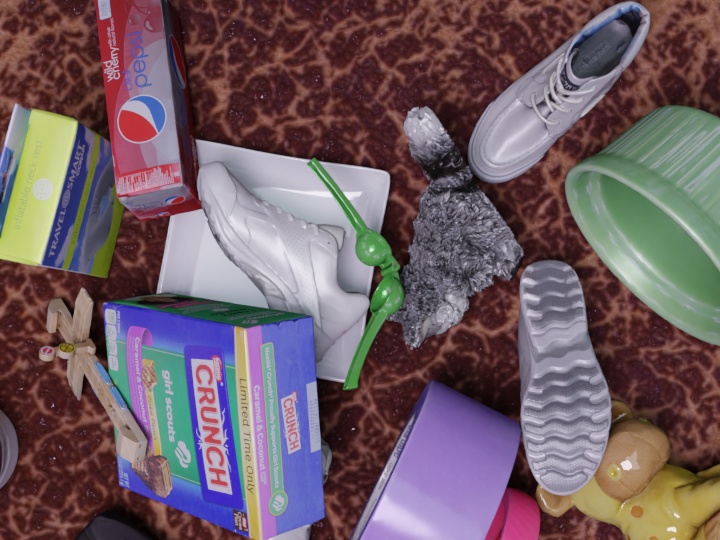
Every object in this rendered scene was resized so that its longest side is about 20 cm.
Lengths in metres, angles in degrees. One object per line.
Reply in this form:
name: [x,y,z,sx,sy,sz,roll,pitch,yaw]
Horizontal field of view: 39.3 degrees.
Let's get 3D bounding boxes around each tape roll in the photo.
tape roll: [0.053,0.198,0.838,0.085,0.200,0.201,26,88,3]

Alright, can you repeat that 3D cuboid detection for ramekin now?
ramekin: [0.277,-0.042,0.848,0.098,0.200,0.200,-42,86,-8]

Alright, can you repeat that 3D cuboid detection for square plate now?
square plate: [-0.084,-0.009,0.942,0.198,0.028,0.200,10,87,3]

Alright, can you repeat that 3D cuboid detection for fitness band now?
fitness band: [0.102,0.283,0.859,0.037,0.144,0.201,22,88,5]

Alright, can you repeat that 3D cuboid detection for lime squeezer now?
lime squeezer: [0.000,0.000,0.870,0.070,0.038,0.201,-7,79,-15]

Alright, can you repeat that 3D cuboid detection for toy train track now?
toy train track: [-0.243,0.094,0.885,0.200,0.032,0.115,46,132,38]

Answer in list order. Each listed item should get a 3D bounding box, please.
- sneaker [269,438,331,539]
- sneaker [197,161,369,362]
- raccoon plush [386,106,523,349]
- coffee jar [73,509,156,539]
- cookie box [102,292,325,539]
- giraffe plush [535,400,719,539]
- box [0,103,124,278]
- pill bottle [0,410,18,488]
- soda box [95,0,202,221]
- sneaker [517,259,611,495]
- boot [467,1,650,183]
sneaker: [-0.062,0.194,0.909,0.080,0.070,0.202,-11,86,-1]
sneaker: [-0.066,-0.023,0.898,0.099,0.078,0.201,-36,95,-7]
raccoon plush: [0.049,-0.031,0.891,0.134,0.097,0.200,-36,108,0]
coffee jar: [-0.247,0.320,0.901,0.104,0.085,0.201,34,90,6]
cookie box: [-0.125,0.113,0.840,0.199,0.075,0.173,5,102,44]
giraffe plush: [0.253,0.192,0.872,0.162,0.172,0.200,44,124,14]
box: [-0.252,-0.062,0.865,0.047,0.200,0.123,13,88,3]
pill bottle: [-0.375,0.164,0.858,0.113,0.200,0.115,0,87,3]
soda box: [-0.192,-0.152,0.916,0.063,0.070,0.201,-10,75,4]
sneaker: [0.175,0.096,0.877,0.074,0.082,0.201,0,68,6]
boot: [0.175,-0.164,0.905,0.074,0.096,0.200,44,89,4]
